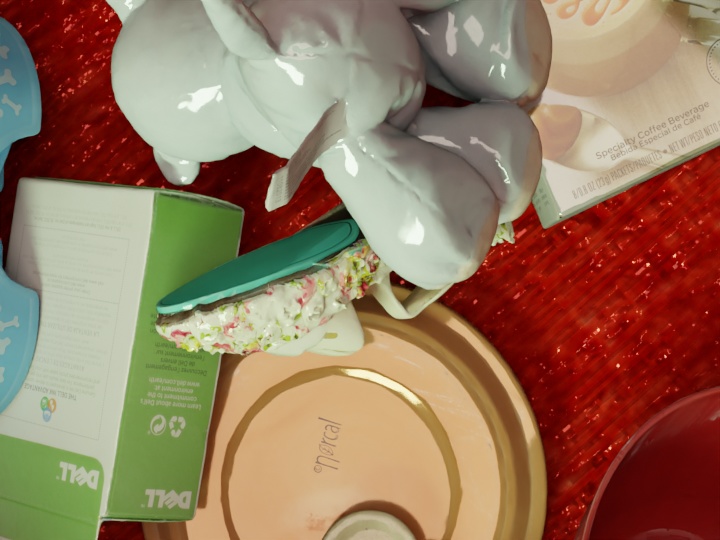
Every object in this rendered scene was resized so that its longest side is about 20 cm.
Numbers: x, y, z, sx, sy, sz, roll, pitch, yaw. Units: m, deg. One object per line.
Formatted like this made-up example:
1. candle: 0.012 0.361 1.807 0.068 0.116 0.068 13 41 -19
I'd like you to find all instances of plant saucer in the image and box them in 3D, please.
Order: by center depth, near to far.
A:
1. plant saucer: -0.009 0.105 0.868 0.198 0.032 0.203 0 88 3

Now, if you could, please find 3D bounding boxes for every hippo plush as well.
1. hippo plush: -0.027 -0.068 0.770 0.160 0.199 0.161 -3 113 43

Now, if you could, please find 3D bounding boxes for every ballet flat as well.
1. ballet flat: 0.000 0.000 0.821 0.199 0.075 0.064 -30 106 -27

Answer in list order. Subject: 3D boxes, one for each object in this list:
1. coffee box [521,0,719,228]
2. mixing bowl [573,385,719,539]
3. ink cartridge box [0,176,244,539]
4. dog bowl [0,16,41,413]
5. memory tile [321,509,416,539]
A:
1. coffee box: 0.097 -0.136 0.850 0.113 0.080 0.202 -25 87 1
2. mixing bowl: 0.165 0.160 0.810 0.198 0.108 0.203 6 70 -18
3. ink cartridge box: -0.123 0.061 0.844 0.103 0.059 0.203 7 88 43
4. dog bowl: -0.206 -0.026 0.851 0.111 0.049 0.203 -3 85 39
5. memory tile: 0.021 0.224 0.821 0.153 0.017 0.200 -43 86 -8
